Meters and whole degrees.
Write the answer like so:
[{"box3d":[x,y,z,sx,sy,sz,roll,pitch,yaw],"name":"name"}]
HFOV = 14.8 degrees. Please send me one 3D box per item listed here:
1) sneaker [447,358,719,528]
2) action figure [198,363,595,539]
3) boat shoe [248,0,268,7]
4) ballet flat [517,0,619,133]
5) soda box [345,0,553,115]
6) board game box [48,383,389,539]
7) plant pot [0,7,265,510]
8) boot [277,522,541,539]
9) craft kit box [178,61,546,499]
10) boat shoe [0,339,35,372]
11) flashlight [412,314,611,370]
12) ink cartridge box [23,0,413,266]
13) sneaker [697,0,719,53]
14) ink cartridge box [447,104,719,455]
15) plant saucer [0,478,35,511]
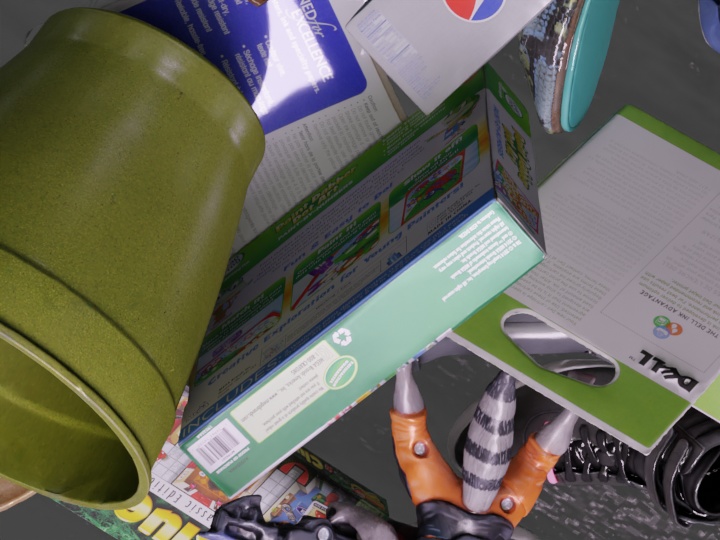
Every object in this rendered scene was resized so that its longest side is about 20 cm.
[{"box3d":[0.147,0.098,1.524,0.200,0.099,0.071,-6,115,4],"name":"sneaker"},{"box3d":[0.025,0.136,1.462,0.200,0.105,0.194,10,93,-19],"name":"action figure"},{"box3d":[-0.110,-0.213,1.402,0.074,0.076,0.200,-39,91,27],"name":"boat shoe"},{"box3d":[0.109,-0.171,1.435,0.074,0.074,0.200,14,111,-6],"name":"ballet flat"},{"box3d":[0.086,-0.169,1.364,0.063,0.068,0.200,46,115,-4],"name":"soda box"},{"box3d":[-0.091,0.120,1.556,0.200,0.023,0.105,34,112,-26],"name":"board game box"},{"box3d":[-0.144,-0.018,1.365,0.200,0.200,0.193,37,66,-14],"name":"plant pot"},{"box3d":[0.017,0.191,1.552,0.200,0.090,0.073,-2,123,-12],"name":"boot"},{"box3d":[0.000,0.000,1.384,0.200,0.198,0.049,-38,111,16],"name":"craft kit box"},{"box3d":[-0.211,0.049,1.462,0.074,0.086,0.202,5,114,-13],"name":"boat shoe"},{"box3d":[0.095,0.027,1.516,0.200,0.068,0.068,-1,132,6],"name":"flashlight"},{"box3d":[-0.047,-0.079,1.480,0.200,0.047,0.198,-23,110,8],"name":"ink cartridge box"},{"box3d":[0.258,-0.163,1.402,0.081,0.115,0.199,38,108,-16],"name":"sneaker"},{"box3d":[0.135,0.022,1.409,0.148,0.200,0.076,31,141,22],"name":"ink cartridge box"},{"box3d":[-0.237,0.046,1.525,0.200,0.035,0.201,-4,115,-9],"name":"plant saucer"}]
